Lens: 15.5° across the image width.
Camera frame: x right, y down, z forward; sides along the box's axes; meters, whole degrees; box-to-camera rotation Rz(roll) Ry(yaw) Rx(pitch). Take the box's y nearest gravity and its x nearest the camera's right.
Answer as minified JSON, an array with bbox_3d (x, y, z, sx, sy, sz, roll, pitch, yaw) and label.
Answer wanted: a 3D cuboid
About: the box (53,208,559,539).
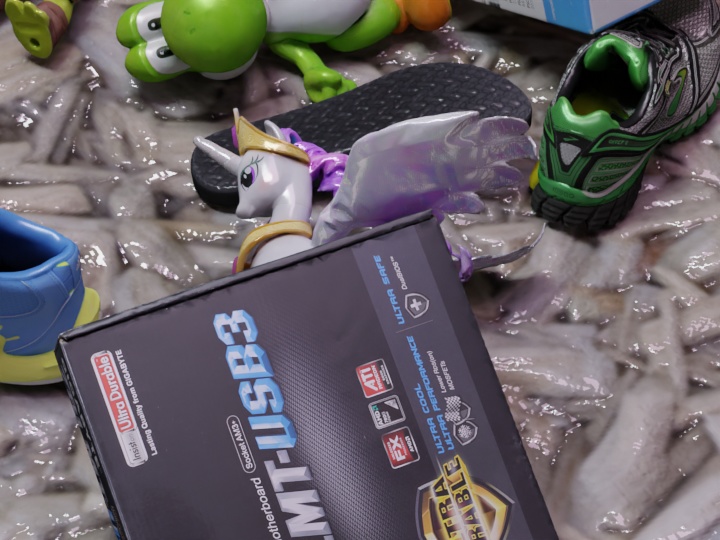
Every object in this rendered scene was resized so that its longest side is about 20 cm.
[{"bbox_3d":[-0.024,0.095,1.277,0.197,0.050,0.201,-17,81,-14],"label":"box"}]

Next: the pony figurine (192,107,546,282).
[{"bbox_3d":[0.000,0.000,1.398,0.192,0.167,0.201,0,61,6],"label":"pony figurine"}]

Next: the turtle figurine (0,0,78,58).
[{"bbox_3d":[-0.185,-0.207,1.624,0.199,0.065,0.161,31,58,12],"label":"turtle figurine"}]

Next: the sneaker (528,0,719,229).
[{"bbox_3d":[0.165,-0.112,1.549,0.078,0.086,0.200,21,47,15],"label":"sneaker"}]

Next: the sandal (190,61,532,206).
[{"bbox_3d":[0.001,-0.071,1.530,0.199,0.045,0.075,-14,41,2],"label":"sandal"}]

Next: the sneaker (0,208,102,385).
[{"bbox_3d":[-0.233,0.004,1.384,0.198,0.105,0.076,0,45,-6],"label":"sneaker"}]

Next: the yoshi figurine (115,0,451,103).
[{"bbox_3d":[-0.043,-0.157,1.562,0.199,0.112,0.113,-20,57,-19],"label":"yoshi figurine"}]

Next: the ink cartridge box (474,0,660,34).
[{"bbox_3d":[0.110,-0.211,1.604,0.116,0.068,0.200,-27,30,-29],"label":"ink cartridge box"}]
